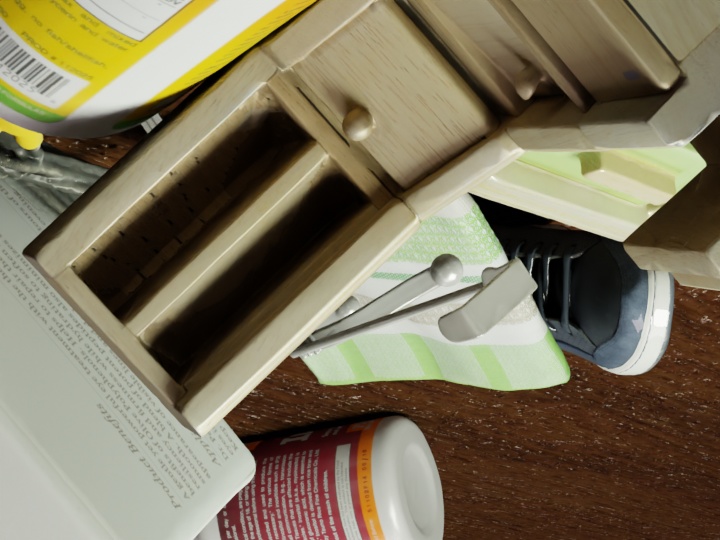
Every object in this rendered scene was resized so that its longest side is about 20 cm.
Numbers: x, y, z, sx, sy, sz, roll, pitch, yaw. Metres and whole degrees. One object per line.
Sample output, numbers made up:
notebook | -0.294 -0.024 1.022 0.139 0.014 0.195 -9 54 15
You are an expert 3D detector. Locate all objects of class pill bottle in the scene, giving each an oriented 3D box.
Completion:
pill bottle | -0.049 0.176 1.681 0.200 0.113 0.113 -12 162 19
pill bottle | -0.049 -0.122 0.681 0.111 0.111 0.200 6 160 -34

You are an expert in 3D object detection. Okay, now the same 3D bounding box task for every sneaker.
sneaker | 0.062 0.010 1.157 0.146 0.077 0.202 2 -177 -18

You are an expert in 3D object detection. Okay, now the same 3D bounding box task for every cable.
cable | -0.154 -0.045 0.977 0.097 0.050 0.200 -10 152 12

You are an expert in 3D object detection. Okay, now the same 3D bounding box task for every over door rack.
over door rack | -0.012 -0.042 0.874 0.067 0.148 0.200 -38 -171 -20

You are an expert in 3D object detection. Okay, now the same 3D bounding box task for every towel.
towel | 0.000 0.000 1.077 0.149 0.031 0.200 1 146 30

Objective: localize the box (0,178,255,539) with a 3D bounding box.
box | -0.196 0.091 1.012 0.200 0.199 0.171 -39 -179 18

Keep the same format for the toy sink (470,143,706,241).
toy sink | 0.100 -0.083 0.864 0.200 0.112 0.130 -17 160 34

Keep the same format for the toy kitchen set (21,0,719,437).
toy kitchen set | 0.030 -0.005 0.676 0.180 0.163 0.200 -44 -169 -9
